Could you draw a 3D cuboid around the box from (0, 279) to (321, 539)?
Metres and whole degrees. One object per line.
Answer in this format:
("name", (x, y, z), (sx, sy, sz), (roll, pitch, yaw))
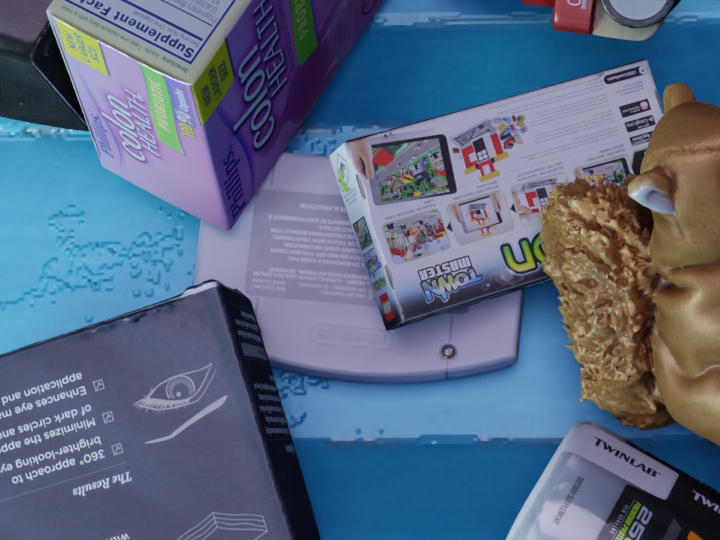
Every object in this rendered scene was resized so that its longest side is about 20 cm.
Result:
("box", (-0.135, 0.132, 1.247), (0.196, 0.117, 0.201), (-17, 84, 5))

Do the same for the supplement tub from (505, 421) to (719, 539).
("supplement tub", (0.180, 0.181, 1.227), (0.199, 0.123, 0.123), (28, 81, 10))

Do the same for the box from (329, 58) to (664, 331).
("box", (0.092, -0.045, 1.291), (0.199, 0.035, 0.111), (-16, 85, -18))

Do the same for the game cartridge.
("game cartridge", (0.000, 0.000, 1.326), (0.199, 0.040, 0.134), (6, 74, 6))

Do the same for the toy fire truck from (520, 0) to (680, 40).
("toy fire truck", (0.099, -0.236, 1.304), (0.199, 0.129, 0.177), (8, 103, 10))

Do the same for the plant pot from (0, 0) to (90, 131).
("plant pot", (-0.208, -0.195, 1.291), (0.177, 0.200, 0.200), (28, 80, 16))

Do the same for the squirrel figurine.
("squirrel figurine", (0.177, -0.002, 1.189), (0.199, 0.187, 0.142), (-5, 41, 34))

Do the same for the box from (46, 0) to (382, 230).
("box", (-0.073, -0.158, 1.273), (0.096, 0.176, 0.200), (28, 69, 16))
